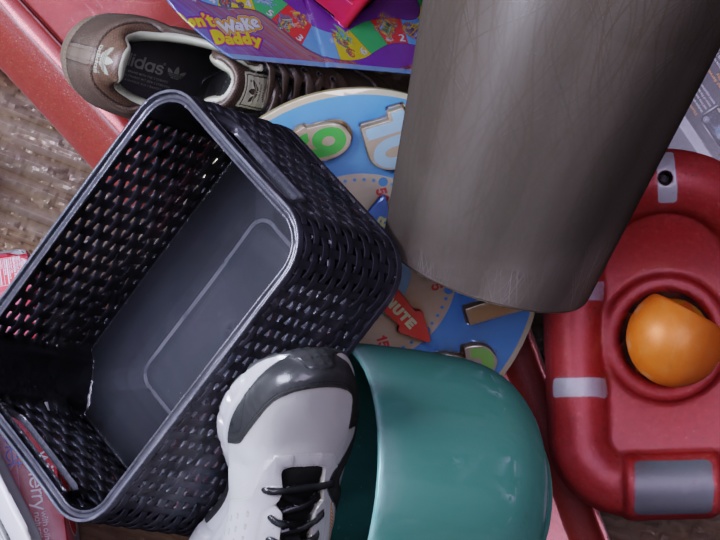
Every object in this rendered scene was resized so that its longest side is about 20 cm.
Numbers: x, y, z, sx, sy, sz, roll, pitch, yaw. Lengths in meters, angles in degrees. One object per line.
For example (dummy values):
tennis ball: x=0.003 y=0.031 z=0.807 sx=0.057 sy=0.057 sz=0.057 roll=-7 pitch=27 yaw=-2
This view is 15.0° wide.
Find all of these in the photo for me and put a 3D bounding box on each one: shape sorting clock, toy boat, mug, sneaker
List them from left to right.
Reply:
sneaker: x=-0.064 y=-0.092 z=1.498 sx=0.200 sy=0.076 sz=0.071 roll=9 pitch=98 yaw=-22
sneaker: x=-0.037 y=0.123 z=1.365 sx=0.074 sy=0.200 sz=0.080 roll=-2 pitch=42 yaw=-21
shape sorting clock: x=0.000 y=0.000 z=1.488 sx=0.200 sy=0.039 sz=0.200 roll=-2 pitch=101 yaw=-9
mug: x=0.027 y=0.134 z=1.437 sx=0.114 sy=0.152 sz=0.185 roll=7 pitch=105 yaw=-23
toy boat: x=0.165 y=0.034 z=1.459 sx=0.130 sy=0.131 sz=0.200 roll=-2 pitch=87 yaw=1

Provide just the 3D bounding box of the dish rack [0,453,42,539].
dish rack: x=-0.258 y=0.141 z=1.464 sx=0.200 sy=0.044 sz=0.172 roll=-38 pitch=70 yaw=23

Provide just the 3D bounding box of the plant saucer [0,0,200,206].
plant saucer: x=-0.121 y=-0.173 z=1.565 sx=0.200 sy=0.037 sz=0.200 roll=-42 pitch=85 yaw=-8

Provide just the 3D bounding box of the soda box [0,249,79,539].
soda box: x=-0.196 y=0.093 z=1.506 sx=0.063 sy=0.070 sz=0.200 roll=-8 pitch=82 yaw=0

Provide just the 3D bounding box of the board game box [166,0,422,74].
board game box: x=-0.032 y=-0.186 z=1.508 sx=0.200 sy=0.039 sz=0.158 roll=2 pitch=56 yaw=-33

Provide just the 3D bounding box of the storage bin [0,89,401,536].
storage bin: x=-0.092 y=0.024 z=1.404 sx=0.200 sy=0.094 sz=0.135 roll=-52 pitch=57 yaw=15

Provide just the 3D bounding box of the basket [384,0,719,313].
basket: x=0.094 y=-0.091 z=1.392 sx=0.180 sy=0.136 sz=0.200 roll=28 pitch=112 yaw=32

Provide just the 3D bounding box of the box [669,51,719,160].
box: x=0.243 y=-0.052 z=1.562 sx=0.158 sy=0.048 sz=0.200 roll=-34 pitch=84 yaw=-6

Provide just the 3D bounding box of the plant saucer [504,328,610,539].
plant saucer: x=0.025 y=0.131 z=1.528 sx=0.199 sy=0.037 sz=0.200 roll=-19 pitch=81 yaw=-5
